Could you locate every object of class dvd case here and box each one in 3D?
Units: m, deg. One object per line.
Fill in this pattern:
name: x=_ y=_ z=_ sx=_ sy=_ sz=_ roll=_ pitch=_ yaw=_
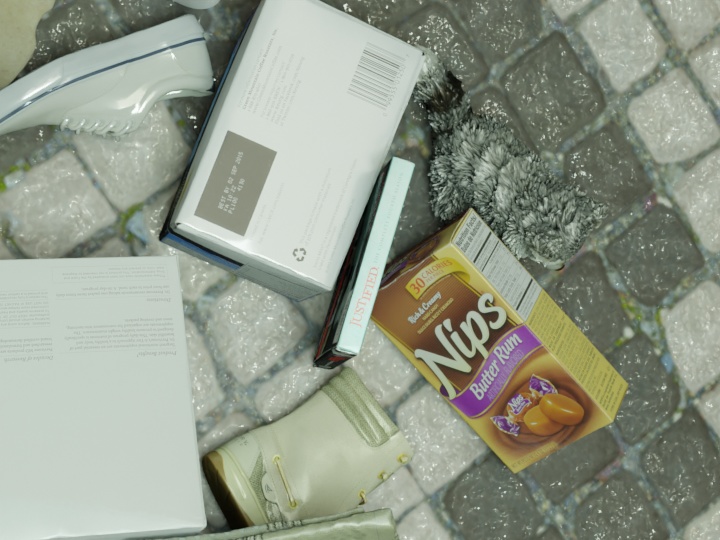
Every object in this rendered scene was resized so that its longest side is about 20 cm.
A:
dvd case: x=0.000 y=0.000 z=1.369 sx=0.022 sy=0.200 sz=0.148 roll=17 pitch=82 yaw=-3

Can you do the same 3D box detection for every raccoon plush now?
raccoon plush: x=0.104 y=-0.080 z=1.426 sx=0.200 sy=0.134 sz=0.097 roll=43 pitch=81 yaw=-27

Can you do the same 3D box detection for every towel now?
towel: x=-0.061 y=0.226 z=1.290 sx=0.198 sy=0.193 sz=0.035 roll=-8 pitch=54 yaw=1

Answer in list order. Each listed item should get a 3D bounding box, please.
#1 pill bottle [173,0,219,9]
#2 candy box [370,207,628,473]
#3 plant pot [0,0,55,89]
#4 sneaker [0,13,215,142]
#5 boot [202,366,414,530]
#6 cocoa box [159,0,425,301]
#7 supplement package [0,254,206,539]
pill bottle: x=-0.107 y=-0.313 z=1.388 sx=0.112 sy=0.112 sz=0.201 roll=35 pitch=77 yaw=-15
candy box: x=0.106 y=0.060 z=1.444 sx=0.200 sy=0.116 sz=0.057 roll=47 pitch=40 yaw=-10
plant pot: x=-0.319 y=-0.221 z=1.281 sx=0.182 sy=0.200 sz=0.203 roll=21 pitch=81 yaw=-28
sneaker: x=-0.199 y=-0.132 z=1.369 sx=0.198 sy=0.073 sz=0.071 roll=-24 pitch=93 yaw=-19
boot: x=-0.017 y=0.196 z=1.425 sx=0.154 sy=0.072 sz=0.201 roll=-32 pitch=98 yaw=-20
cocoa box: x=-0.056 y=-0.094 z=1.383 sx=0.132 sy=0.131 sz=0.202 roll=23 pitch=80 yaw=-10
supplement package: x=-0.225 y=0.109 z=1.287 sx=0.189 sy=0.147 sz=0.202 roll=-2 pitch=71 yaw=-18
